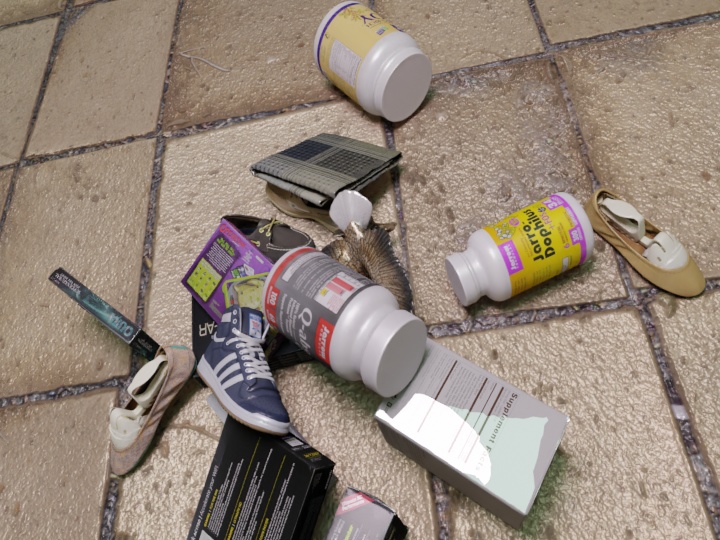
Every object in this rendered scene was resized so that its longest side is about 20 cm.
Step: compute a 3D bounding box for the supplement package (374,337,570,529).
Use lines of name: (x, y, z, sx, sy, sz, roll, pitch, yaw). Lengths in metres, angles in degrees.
supplement package: (0.133, 0.195, 0.686, 0.196, 0.122, 0.121, 27, 68, 24)

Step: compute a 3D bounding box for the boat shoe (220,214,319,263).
boat shoe: (-0.150, -0.051, 0.884, 0.196, 0.062, 0.072, 8, 36, 36)

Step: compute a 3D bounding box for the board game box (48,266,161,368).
board game box: (-0.368, 0.080, 0.850, 0.196, 0.137, 0.028, 29, 69, 25)

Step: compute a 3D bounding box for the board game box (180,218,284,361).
board game box: (-0.173, 0.029, 0.827, 0.199, 0.032, 0.122, 40, 98, 28)

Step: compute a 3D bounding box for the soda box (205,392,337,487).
soda box: (-0.121, 0.226, 0.756, 0.068, 0.064, 0.199, -43, 62, -12)

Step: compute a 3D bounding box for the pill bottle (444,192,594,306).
pill bottle: (0.222, -0.025, 0.801, 0.195, 0.105, 0.106, -25, 58, -3)

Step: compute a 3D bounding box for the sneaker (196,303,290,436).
sneaker: (-0.134, 0.114, 0.701, 0.198, 0.069, 0.111, 25, 89, 48)

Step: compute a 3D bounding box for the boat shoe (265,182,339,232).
boat shoe: (-0.084, -0.125, 0.945, 0.196, 0.066, 0.073, 28, 69, 24)

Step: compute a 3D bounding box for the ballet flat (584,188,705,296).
ballet flat: (0.400, -0.043, 0.798, 0.068, 0.064, 0.200, -39, 61, -11)

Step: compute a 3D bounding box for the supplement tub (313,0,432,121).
supplement tub: (0.021, -0.377, 1.018, 0.144, 0.147, 0.200, -39, 60, -12)

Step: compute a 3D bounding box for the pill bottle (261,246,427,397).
pill bottle: (-0.022, 0.059, 0.684, 0.197, 0.117, 0.117, 28, 69, 37)

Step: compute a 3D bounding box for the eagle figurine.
eagle figurine: (0.006, 0.003, 0.813, 0.146, 0.154, 0.204, 18, 45, -9)

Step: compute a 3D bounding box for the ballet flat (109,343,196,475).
ballet flat: (-0.310, 0.189, 0.791, 0.067, 0.067, 0.204, 26, 83, 34)

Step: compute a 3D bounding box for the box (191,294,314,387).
box: (-0.160, 0.073, 0.862, 0.193, 0.044, 0.165, -14, 59, 4)

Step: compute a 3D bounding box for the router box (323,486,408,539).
router box: (-0.018, 0.355, 0.611, 0.060, 0.151, 0.204, 19, 65, 21)

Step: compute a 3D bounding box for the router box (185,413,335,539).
router box: (-0.126, 0.292, 0.670, 0.146, 0.051, 0.207, 21, 92, 32)

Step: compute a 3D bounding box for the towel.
towel: (-0.054, -0.173, 0.936, 0.196, 0.036, 0.191, 22, 40, 33)
